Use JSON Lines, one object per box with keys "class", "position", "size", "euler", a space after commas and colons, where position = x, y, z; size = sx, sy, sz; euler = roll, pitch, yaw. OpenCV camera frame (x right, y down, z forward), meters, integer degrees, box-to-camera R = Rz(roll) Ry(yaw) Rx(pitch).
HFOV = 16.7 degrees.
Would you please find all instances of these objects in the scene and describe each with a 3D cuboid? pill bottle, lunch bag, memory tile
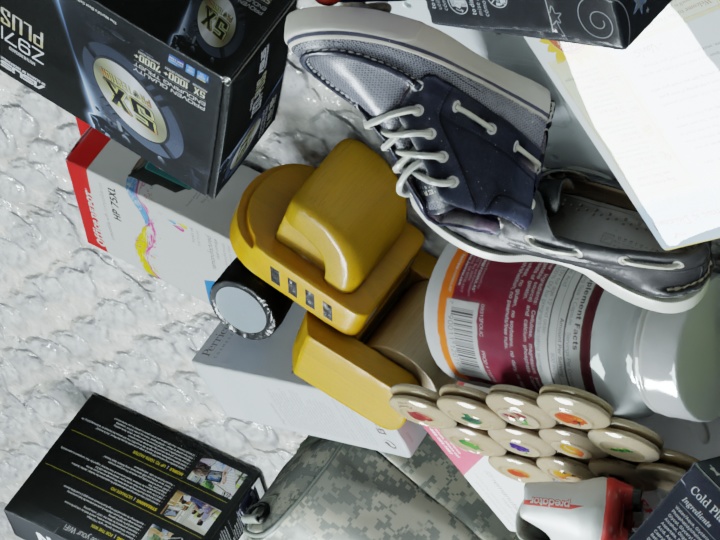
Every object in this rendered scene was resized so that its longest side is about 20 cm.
{"class": "pill bottle", "position": [0.151, 0.035, 1.622], "size": [0.200, 0.114, 0.114], "euler": [11, 144, 39]}
{"class": "lunch bag", "position": [0.021, 0.204, 1.968], "size": [0.200, 0.168, 0.139], "euler": [42, 152, -11]}
{"class": "memory tile", "position": [0.126, 0.115, 1.656], "size": [0.153, 0.017, 0.200], "euler": [32, 158, -33]}

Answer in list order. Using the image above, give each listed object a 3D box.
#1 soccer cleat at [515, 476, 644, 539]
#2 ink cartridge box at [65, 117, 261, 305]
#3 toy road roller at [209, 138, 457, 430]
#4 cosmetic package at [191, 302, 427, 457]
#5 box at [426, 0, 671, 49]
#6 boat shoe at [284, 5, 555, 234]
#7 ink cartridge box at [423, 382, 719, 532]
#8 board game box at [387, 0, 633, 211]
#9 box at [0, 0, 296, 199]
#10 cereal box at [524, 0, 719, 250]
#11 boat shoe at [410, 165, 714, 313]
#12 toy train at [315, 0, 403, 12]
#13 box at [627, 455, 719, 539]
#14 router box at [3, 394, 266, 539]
{"class": "soccer cleat", "position": [0.149, 0.180, 1.683], "size": [0.085, 0.069, 0.200], "euler": [8, 164, 8]}
{"class": "ink cartridge box", "position": [-0.153, -0.051, 1.887], "size": [0.200, 0.067, 0.116], "euler": [26, 151, 20]}
{"class": "toy road roller", "position": [0.000, 0.000, 1.741], "size": [0.200, 0.123, 0.146], "euler": [33, 142, 6]}
{"class": "cosmetic package", "position": [-0.024, 0.071, 1.899], "size": [0.200, 0.102, 0.074], "euler": [9, 142, 39]}
{"class": "box", "position": [0.090, -0.230, 1.239], "size": [0.132, 0.115, 0.200], "euler": [13, 134, 38]}
{"class": "boat shoe", "position": [0.035, -0.085, 1.446], "size": [0.200, 0.093, 0.075], "euler": [18, 161, -36]}
{"class": "ink cartridge box", "position": [0.159, 0.121, 1.784], "size": [0.200, 0.083, 0.147], "euler": [-2, 135, 50]}
{"class": "board game box", "position": [0.106, -0.120, 1.523], "size": [0.200, 0.026, 0.200], "euler": [36, 153, -1]}
{"class": "box", "position": [-0.155, -0.166, 1.686], "size": [0.200, 0.086, 0.164], "euler": [32, 154, 8]}
{"class": "cereal box", "position": [0.185, -0.108, 1.395], "size": [0.144, 0.040, 0.200], "euler": [-13, 122, 43]}
{"class": "boat shoe", "position": [0.125, -0.034, 1.530], "size": [0.200, 0.074, 0.060], "euler": [24, 151, 15]}
{"class": "toy train", "position": [0.007, -0.209, 1.417], "size": [0.085, 0.116, 0.200], "euler": [-3, 170, -21]}
{"class": "box", "position": [0.235, 0.215, 1.615], "size": [0.104, 0.200, 0.182], "euler": [45, 112, 21]}
{"class": "router box", "position": [-0.210, 0.217, 2.295], "size": [0.200, 0.149, 0.051], "euler": [23, 150, 25]}
